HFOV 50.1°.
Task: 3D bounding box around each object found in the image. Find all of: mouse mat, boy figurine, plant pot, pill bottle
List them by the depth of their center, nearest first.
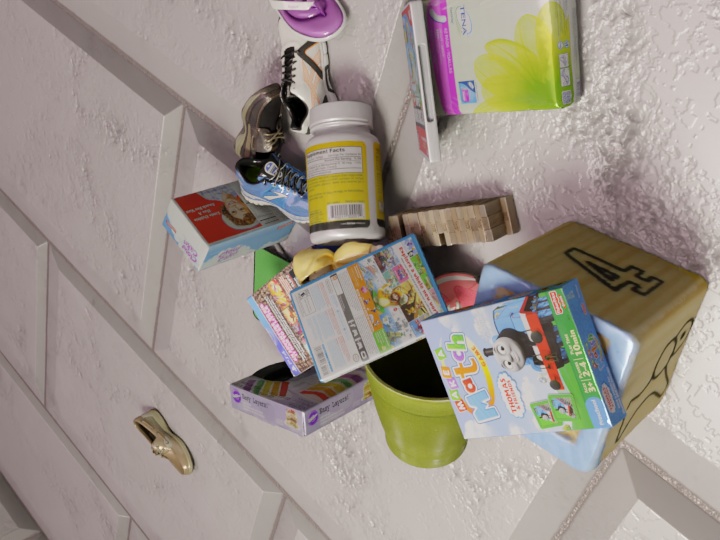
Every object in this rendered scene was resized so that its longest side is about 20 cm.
[{"bbox_3d":[0.102,0.184,1.143,0.200,0.200,0.193,29,137,33],"label":"plant pot"},{"bbox_3d":[-0.024,-0.142,1.148,0.114,0.114,0.201,-7,84,46],"label":"pill bottle"},{"bbox_3d":[0.000,0.000,1.151,0.124,0.199,0.065,117,157,-53],"label":"boy figurine"},{"bbox_3d":[-0.131,0.055,1.419,0.200,0.008,0.161,25,123,34],"label":"mouse mat"}]

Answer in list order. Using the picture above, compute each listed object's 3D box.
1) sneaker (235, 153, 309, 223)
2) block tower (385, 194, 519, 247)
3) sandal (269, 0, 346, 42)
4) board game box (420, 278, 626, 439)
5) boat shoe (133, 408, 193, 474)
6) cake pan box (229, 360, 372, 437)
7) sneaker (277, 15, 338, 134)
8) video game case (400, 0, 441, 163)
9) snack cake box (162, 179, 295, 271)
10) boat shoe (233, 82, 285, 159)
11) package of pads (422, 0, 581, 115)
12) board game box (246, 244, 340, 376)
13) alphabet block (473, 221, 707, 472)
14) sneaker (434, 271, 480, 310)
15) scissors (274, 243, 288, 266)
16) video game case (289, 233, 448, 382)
[{"bbox_3d":[-0.126,-0.139,1.265,0.199,0.079,0.089,15,157,24],"label":"sneaker"},{"bbox_3d":[0.124,-0.066,1.099,0.200,0.058,0.054,-5,103,45],"label":"block tower"},{"bbox_3d":[-0.103,-0.416,1.161,0.082,0.050,0.203,-46,67,6],"label":"sandal"},{"bbox_3d":[0.171,0.104,0.845,0.200,0.037,0.152,-19,93,48],"label":"board game box"},{"bbox_3d":[-0.488,0.432,1.905,0.200,0.065,0.072,47,133,21],"label":"boat shoe"},{"bbox_3d":[-0.100,0.209,1.343,0.200,0.184,0.053,11,109,43],"label":"cake pan box"},{"bbox_3d":[-0.092,-0.307,1.199,0.074,0.080,0.201,-14,95,49],"label":"sneaker"},{"bbox_3d":[0.080,-0.250,1.027,0.017,0.143,0.201,-8,104,1],"label":"video game case"},{"bbox_3d":[-0.222,-0.086,1.328,0.115,0.200,0.067,51,135,17],"label":"snack cake box"},{"bbox_3d":[-0.155,-0.235,1.286,0.073,0.074,0.200,52,153,9],"label":"boat shoe"},{"bbox_3d":[0.172,-0.277,0.957,0.200,0.068,0.155,7,113,42],"label":"package of pads"},{"bbox_3d":[-0.068,0.057,1.289,0.200,0.097,0.160,-35,86,41],"label":"board game box"},{"bbox_3d":[0.259,0.081,0.921,0.196,0.200,0.196,31,125,32],"label":"alphabet block"},{"bbox_3d":[0.096,0.059,1.104,0.074,0.199,0.087,76,-168,-56],"label":"sneaker"},{"bbox_3d":[-0.110,0.031,1.402,0.200,0.014,0.073,45,134,20],"label":"scissors"},{"bbox_3d":[0.012,0.052,1.075,0.200,0.018,0.143,-25,67,8],"label":"video game case"}]
